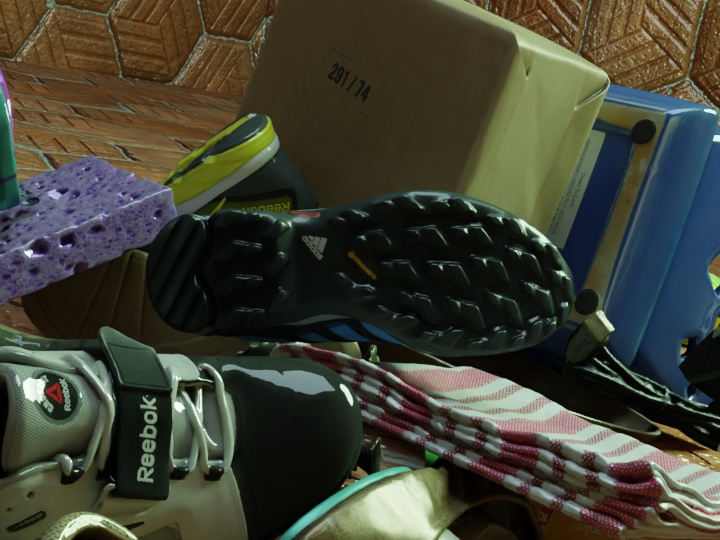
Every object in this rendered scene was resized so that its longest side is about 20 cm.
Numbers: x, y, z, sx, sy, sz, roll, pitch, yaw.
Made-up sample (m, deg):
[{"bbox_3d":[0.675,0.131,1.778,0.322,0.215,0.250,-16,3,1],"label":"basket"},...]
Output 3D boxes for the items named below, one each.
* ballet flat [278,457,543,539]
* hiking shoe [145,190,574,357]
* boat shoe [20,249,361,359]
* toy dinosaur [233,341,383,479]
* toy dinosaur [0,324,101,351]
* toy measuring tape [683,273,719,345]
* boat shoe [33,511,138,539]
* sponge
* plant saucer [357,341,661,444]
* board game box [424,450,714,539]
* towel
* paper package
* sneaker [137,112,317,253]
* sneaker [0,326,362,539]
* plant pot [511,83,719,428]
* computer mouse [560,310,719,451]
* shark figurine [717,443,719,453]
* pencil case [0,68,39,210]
[{"bbox_3d":[0.030,0.114,0.597,0.072,0.068,0.200,35,11,17],"label":"ballet flat"},{"bbox_3d":[0.000,0.000,0.721,0.197,0.075,0.087,5,-3,-3],"label":"hiking shoe"},{"bbox_3d":[-0.095,0.033,0.876,0.197,0.073,0.065,14,-1,2],"label":"boat shoe"},{"bbox_3d":[-0.049,0.072,0.739,0.101,0.078,0.200,-1,14,20],"label":"toy dinosaur"},{"bbox_3d":[-0.214,0.007,0.715,0.198,0.048,0.088,12,21,-20],"label":"toy dinosaur"},{"bbox_3d":[0.282,0.025,1.452,0.198,0.075,0.073,18,10,28],"label":"toy measuring tape"},{"bbox_3d":[-0.082,0.102,0.428,0.200,0.076,0.074,18,10,30],"label":"boat shoe"},{"bbox_3d":[-0.208,-0.009,0.820,0.198,0.030,0.111,-23,25,-26],"label":"sponge"},{"bbox_3d":[0.080,0.072,0.911,0.198,0.035,0.200,21,5,-2],"label":"plant saucer"},{"bbox_3d":[0.126,0.120,0.773,0.198,0.030,0.096,16,7,0],"label":"board game box"},{"bbox_3d":[0.075,0.068,0.659,0.199,0.030,0.146,20,4,39],"label":"towel"},{"bbox_3d":[0.023,-0.078,0.944,0.199,0.193,0.103,30,13,38],"label":"paper package"},{"bbox_3d":[-0.110,-0.009,0.920,0.085,0.199,0.075,50,32,-11],"label":"sneaker"},{"bbox_3d":[-0.090,0.061,0.513,0.197,0.075,0.089,-9,-23,-14],"label":"sneaker"},{"bbox_3d":[0.159,-0.022,1.018,0.199,0.202,0.179,18,-6,39],"label":"plant pot"},{"bbox_3d":[0.195,0.040,0.833,0.139,0.046,0.200,24,-23,-7],"label":"computer mouse"},{"bbox_3d":[0.259,0.114,0.779,0.127,0.090,0.215,4,-25,29],"label":"shark figurine"},{"bbox_3d":[-0.270,-0.043,0.780,0.198,0.086,0.092,-20,17,-17],"label":"pencil case"}]
